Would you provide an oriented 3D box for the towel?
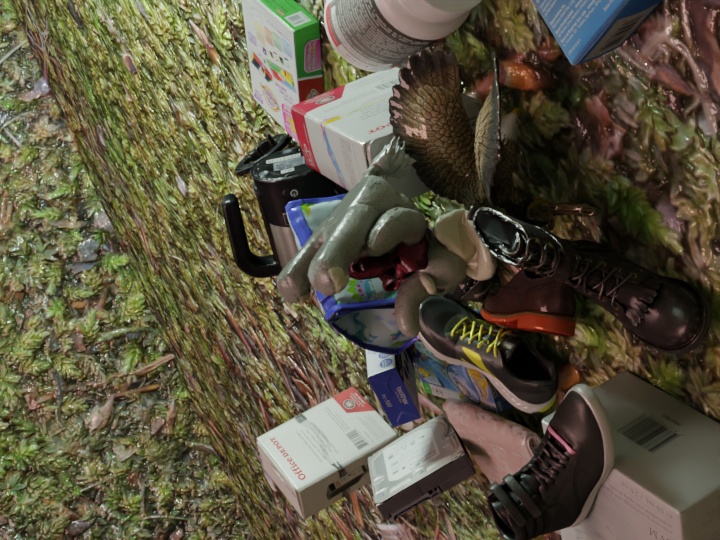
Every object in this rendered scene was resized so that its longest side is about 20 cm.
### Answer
[{"bbox_3d":[0.202,0.258,1.458,0.191,0.032,0.200,58,161,-20],"label":"towel"}]

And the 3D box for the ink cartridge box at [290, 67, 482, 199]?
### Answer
[{"bbox_3d":[0.030,-0.154,1.273,0.200,0.148,0.086,40,148,56],"label":"ink cartridge box"}]

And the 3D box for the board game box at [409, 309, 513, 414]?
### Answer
[{"bbox_3d":[0.125,0.112,1.519,0.200,0.034,0.135,5,119,65],"label":"board game box"}]

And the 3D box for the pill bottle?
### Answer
[{"bbox_3d":[0.047,-0.281,1.157,0.114,0.114,0.200,66,158,-5],"label":"pill bottle"}]

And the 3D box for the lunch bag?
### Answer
[{"bbox_3d":[0.000,0.000,1.420,0.127,0.200,0.170,-39,58,28],"label":"lunch bag"}]

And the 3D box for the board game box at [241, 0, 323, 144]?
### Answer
[{"bbox_3d":[-0.109,-0.294,1.597,0.153,0.040,0.200,47,153,37],"label":"board game box"}]

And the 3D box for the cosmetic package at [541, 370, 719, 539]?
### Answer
[{"bbox_3d":[0.302,0.245,1.147,0.199,0.123,0.200,32,143,54],"label":"cosmetic package"}]

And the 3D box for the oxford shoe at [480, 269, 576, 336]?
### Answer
[{"bbox_3d":[0.192,0.031,1.266,0.200,0.071,0.073,-175,96,-73],"label":"oxford shoe"}]

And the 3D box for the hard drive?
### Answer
[{"bbox_3d":[0.080,0.269,1.565,0.038,0.140,0.200,59,-177,-10],"label":"hard drive"}]

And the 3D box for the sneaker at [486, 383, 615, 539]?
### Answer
[{"bbox_3d":[0.178,0.196,1.084,0.071,0.099,0.200,51,149,39],"label":"sneaker"}]

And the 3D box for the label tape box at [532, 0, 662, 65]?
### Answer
[{"bbox_3d":[0.175,-0.292,0.924,0.200,0.066,0.143,63,158,11],"label":"label tape box"}]

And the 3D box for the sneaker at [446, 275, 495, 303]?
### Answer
[{"bbox_3d":[0.132,-0.010,1.336,0.091,0.066,0.200,59,162,6],"label":"sneaker"}]

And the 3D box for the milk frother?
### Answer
[{"bbox_3d":[-0.105,-0.096,1.720,0.200,0.180,0.188,-68,-31,-57],"label":"milk frother"}]

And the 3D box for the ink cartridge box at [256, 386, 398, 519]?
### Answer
[{"bbox_3d":[-0.054,0.309,1.919,0.147,0.200,0.083,44,151,42],"label":"ink cartridge box"}]

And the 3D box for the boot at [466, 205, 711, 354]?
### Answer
[{"bbox_3d":[0.203,0.006,1.037,0.200,0.174,0.069,37,105,52],"label":"boot"}]

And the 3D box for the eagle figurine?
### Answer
[{"bbox_3d":[0.121,-0.118,1.128,0.200,0.152,0.151,43,-147,-37],"label":"eagle figurine"}]

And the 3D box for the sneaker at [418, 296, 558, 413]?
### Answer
[{"bbox_3d":[0.153,0.085,1.326,0.200,0.074,0.085,32,156,8],"label":"sneaker"}]

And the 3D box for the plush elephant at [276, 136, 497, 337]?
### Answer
[{"bbox_3d":[0.037,-0.012,1.122,0.155,0.200,0.165,39,158,-11],"label":"plush elephant"}]

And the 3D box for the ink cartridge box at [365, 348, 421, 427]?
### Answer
[{"bbox_3d":[0.041,0.117,1.565,0.200,0.044,0.094,-96,-18,-59],"label":"ink cartridge box"}]
